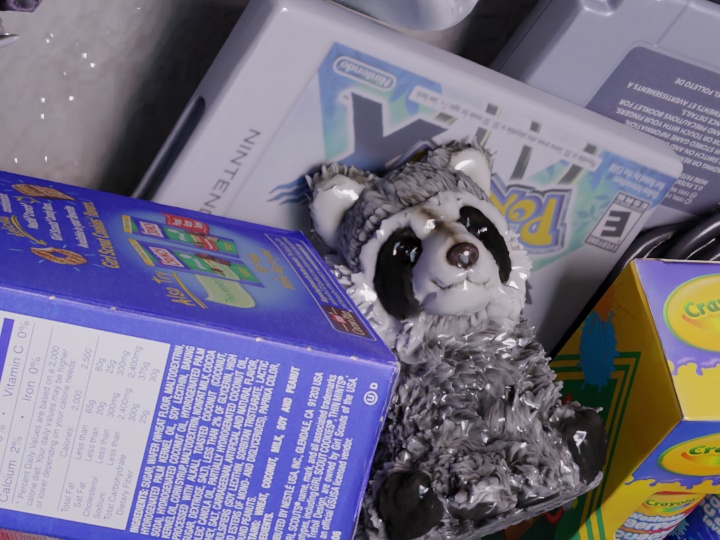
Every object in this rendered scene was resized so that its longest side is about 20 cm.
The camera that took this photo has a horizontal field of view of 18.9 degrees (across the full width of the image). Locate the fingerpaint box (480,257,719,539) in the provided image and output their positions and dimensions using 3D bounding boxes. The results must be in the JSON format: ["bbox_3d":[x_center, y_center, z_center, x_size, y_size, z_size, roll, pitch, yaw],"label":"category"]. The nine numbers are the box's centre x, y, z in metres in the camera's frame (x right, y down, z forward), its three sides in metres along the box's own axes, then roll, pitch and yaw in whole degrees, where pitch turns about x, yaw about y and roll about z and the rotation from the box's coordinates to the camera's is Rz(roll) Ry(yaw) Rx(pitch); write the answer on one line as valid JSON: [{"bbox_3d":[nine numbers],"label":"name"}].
[{"bbox_3d":[0.167,0.071,0.867,0.198,0.074,0.167,2,146,-24],"label":"fingerpaint box"}]

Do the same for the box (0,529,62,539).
[{"bbox_3d":[-0.203,0.088,0.694,0.199,0.103,0.095,14,113,-36],"label":"box"}]

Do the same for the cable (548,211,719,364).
[{"bbox_3d":[0.174,0.029,0.923,0.198,0.051,0.164,-13,149,-2],"label":"cable"}]

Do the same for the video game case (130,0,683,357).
[{"bbox_3d":[0.000,0.000,0.811,0.199,0.022,0.183,17,118,-36],"label":"video game case"}]

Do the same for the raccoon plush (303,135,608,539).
[{"bbox_3d":[0.003,0.041,0.800,0.096,0.200,0.135,-10,75,-37],"label":"raccoon plush"}]

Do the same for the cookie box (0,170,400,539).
[{"bbox_3d":[-0.106,0.019,0.663,0.198,0.171,0.076,12,101,-14],"label":"cookie box"}]

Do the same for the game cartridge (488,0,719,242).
[{"bbox_3d":[0.132,-0.054,0.869,0.199,0.041,0.134,14,125,-33],"label":"game cartridge"}]

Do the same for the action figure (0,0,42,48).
[{"bbox_3d":[-0.124,-0.125,0.673,0.069,0.130,0.201,36,82,3],"label":"action figure"}]

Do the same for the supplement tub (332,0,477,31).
[{"bbox_3d":[0.026,-0.194,0.726,0.122,0.122,0.201,31,82,-36],"label":"supplement tub"}]
